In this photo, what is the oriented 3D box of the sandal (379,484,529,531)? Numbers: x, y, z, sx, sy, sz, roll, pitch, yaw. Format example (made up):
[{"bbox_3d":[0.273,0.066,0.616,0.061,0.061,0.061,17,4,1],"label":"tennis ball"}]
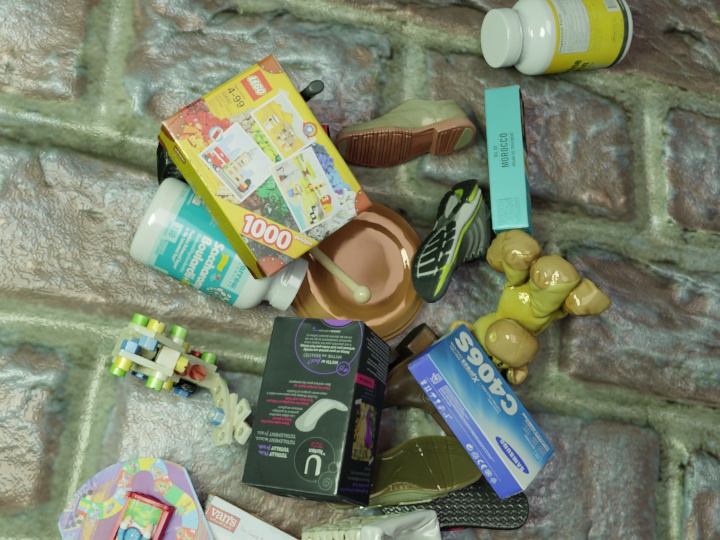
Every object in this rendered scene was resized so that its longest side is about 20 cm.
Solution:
[{"bbox_3d":[0.113,0.302,1.064,0.200,0.045,0.075,7,62,-1],"label":"sandal"}]

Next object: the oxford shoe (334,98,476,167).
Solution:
[{"bbox_3d":[0.054,-0.194,1.142,0.200,0.071,0.074,-8,58,-18],"label":"oxford shoe"}]

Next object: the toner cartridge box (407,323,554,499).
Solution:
[{"bbox_3d":[0.152,0.173,1.039,0.200,0.043,0.095,54,43,3],"label":"toner cartridge box"}]

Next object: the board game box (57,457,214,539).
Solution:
[{"bbox_3d":[-0.250,0.306,0.922,0.158,0.039,0.200,-25,71,-6],"label":"board game box"}]

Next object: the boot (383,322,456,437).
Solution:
[{"bbox_3d":[0.095,0.198,1.080,0.186,0.064,0.200,-45,99,-17],"label":"boot"}]

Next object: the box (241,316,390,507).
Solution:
[{"bbox_3d":[-0.047,0.166,0.979,0.122,0.106,0.200,2,68,22],"label":"box"}]

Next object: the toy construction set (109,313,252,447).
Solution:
[{"bbox_3d":[-0.202,0.118,0.950,0.200,0.131,0.092,48,62,-32],"label":"toy construction set"}]

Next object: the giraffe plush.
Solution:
[{"bbox_3d":[0.207,0.059,1.092,0.173,0.200,0.162,37,88,16],"label":"giraffe plush"}]

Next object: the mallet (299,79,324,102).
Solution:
[{"bbox_3d":[-0.095,-0.195,1.017,0.066,0.200,0.041,-24,95,-15],"label":"mallet"}]

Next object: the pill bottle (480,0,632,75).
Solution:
[{"bbox_3d":[0.281,-0.342,1.203,0.200,0.112,0.112,-9,83,-18],"label":"pill bottle"}]

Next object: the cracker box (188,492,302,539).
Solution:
[{"bbox_3d":[-0.164,0.380,0.966,0.134,0.058,0.200,32,73,-9],"label":"cracker box"}]

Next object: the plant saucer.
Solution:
[{"bbox_3d":[0.000,0.000,1.095,0.200,0.037,0.200,3,79,-16],"label":"plant saucer"}]

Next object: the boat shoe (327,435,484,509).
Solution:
[{"bbox_3d":[0.054,0.258,1.033,0.200,0.063,0.073,-13,61,-10],"label":"boat shoe"}]

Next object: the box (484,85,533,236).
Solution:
[{"bbox_3d":[0.206,-0.146,1.152,0.049,0.082,0.200,-5,79,15],"label":"box"}]

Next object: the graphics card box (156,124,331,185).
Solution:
[{"bbox_3d":[-0.148,-0.142,1.028,0.200,0.125,0.051,-3,86,-18],"label":"graphics card box"}]

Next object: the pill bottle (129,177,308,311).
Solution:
[{"bbox_3d":[-0.167,-0.023,1.009,0.200,0.111,0.111,26,74,-11],"label":"pill bottle"}]

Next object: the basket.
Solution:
[{"bbox_3d":[0.016,0.387,0.962,0.136,0.123,0.200,8,74,-54],"label":"basket"}]

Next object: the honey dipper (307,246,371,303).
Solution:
[{"bbox_3d":[-0.061,-0.027,1.040,0.038,0.038,0.200,-41,69,-19],"label":"honey dipper"}]

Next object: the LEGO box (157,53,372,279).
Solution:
[{"bbox_3d":[-0.107,-0.112,0.932,0.149,0.077,0.200,-37,98,-16],"label":"LEGO box"}]

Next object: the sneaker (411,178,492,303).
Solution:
[{"bbox_3d":[0.134,-0.031,1.107,0.081,0.074,0.200,44,55,-22],"label":"sneaker"}]
